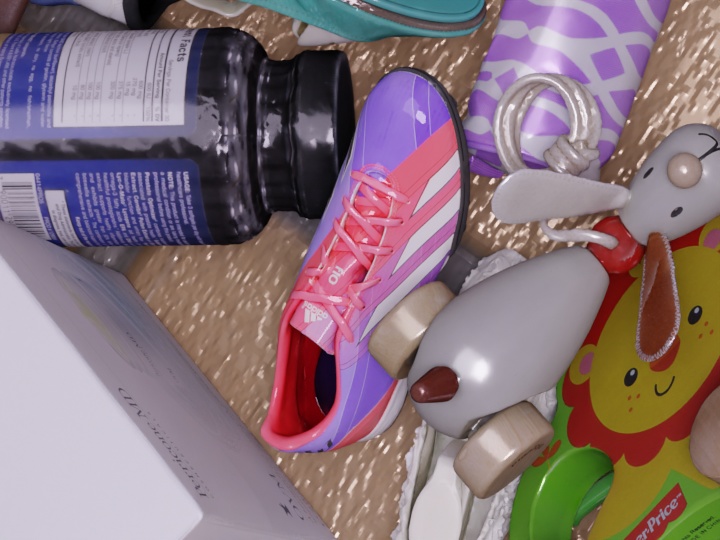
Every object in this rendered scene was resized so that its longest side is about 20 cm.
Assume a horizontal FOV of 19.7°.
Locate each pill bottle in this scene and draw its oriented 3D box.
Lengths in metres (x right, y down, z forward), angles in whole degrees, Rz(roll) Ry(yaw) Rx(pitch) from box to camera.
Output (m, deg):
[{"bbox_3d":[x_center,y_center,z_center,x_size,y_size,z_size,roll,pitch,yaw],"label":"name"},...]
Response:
[{"bbox_3d":[-0.105,-0.068,1.068,0.198,0.112,0.113,0,80,6],"label":"pill bottle"}]

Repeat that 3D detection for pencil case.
[{"bbox_3d":[0.109,-0.134,1.036,0.083,0.085,0.202,23,87,-18],"label":"pencil case"}]

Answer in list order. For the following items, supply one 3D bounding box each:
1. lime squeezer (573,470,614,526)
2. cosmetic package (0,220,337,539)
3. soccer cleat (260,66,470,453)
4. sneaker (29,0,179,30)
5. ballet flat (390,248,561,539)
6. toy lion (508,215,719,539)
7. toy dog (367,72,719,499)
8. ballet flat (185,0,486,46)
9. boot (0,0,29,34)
[{"bbox_3d":[0.169,0.045,1.011,0.070,0.038,0.201,24,89,53],"label":"lime squeezer"},{"bbox_3d":[-0.139,0.092,1.011,0.123,0.200,0.200,-44,71,7],"label":"cosmetic package"},{"bbox_3d":[0.000,0.000,1.009,0.068,0.073,0.202,29,117,30],"label":"soccer cleat"},{"bbox_3d":[-0.096,-0.213,1.122,0.115,0.080,0.201,29,97,17],"label":"sneaker"},{"bbox_3d":[0.056,0.085,1.019,0.071,0.072,0.202,11,83,20],"label":"ballet flat"},{"bbox_3d":[0.136,0.070,0.958,0.200,0.068,0.192,-51,30,22],"label":"toy lion"},{"bbox_3d":[0.081,0.009,0.934,0.131,0.096,0.201,28,96,15],"label":"toy dog"},{"bbox_3d":[-0.037,-0.150,1.021,0.198,0.071,0.068,18,52,-13],"label":"ballet flat"},{"bbox_3d":[-0.146,-0.186,1.068,0.186,0.064,0.201,39,104,18],"label":"boot"}]
